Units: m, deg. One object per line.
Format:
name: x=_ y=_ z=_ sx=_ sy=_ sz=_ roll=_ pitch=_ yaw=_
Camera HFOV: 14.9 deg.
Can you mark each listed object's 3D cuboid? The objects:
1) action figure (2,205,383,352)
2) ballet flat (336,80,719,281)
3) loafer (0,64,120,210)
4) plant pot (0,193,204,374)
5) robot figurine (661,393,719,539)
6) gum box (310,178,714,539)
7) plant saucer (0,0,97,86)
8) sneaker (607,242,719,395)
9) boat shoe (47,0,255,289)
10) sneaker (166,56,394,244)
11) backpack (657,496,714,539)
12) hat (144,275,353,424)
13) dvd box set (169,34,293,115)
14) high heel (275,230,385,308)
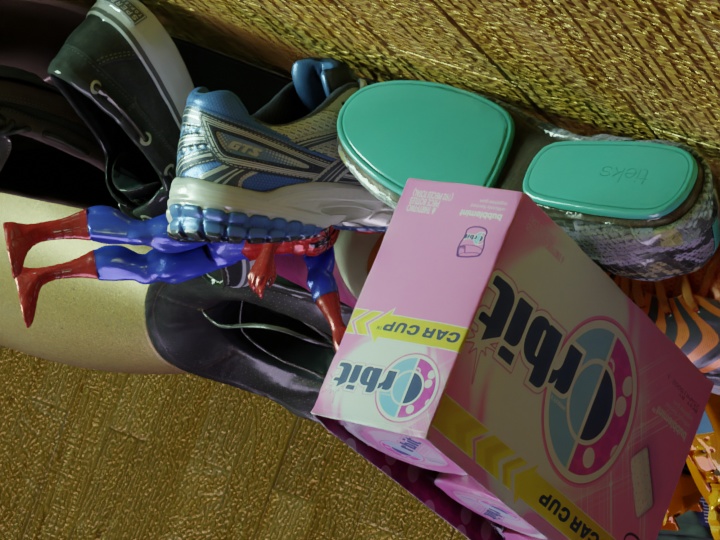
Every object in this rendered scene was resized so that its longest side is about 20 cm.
action figure: x=-0.069 y=0.006 z=1.359 sx=0.198 sy=0.099 sz=0.065 roll=-13 pitch=145 yaw=-6
ballet flat: x=0.076 y=-0.033 z=1.233 sx=0.199 sy=0.073 sz=0.072 roll=16 pitch=175 yaw=36
loafer: x=-0.181 y=-0.064 z=1.408 sx=0.199 sy=0.063 sz=0.072 roll=4 pitch=154 yaw=-39
plant pot: x=-0.151 y=-0.010 z=1.733 sx=0.186 sy=0.187 sz=0.200 roll=23 pitch=-177 yaw=-40
robot figurine: x=0.147 y=0.048 z=1.431 sx=0.145 sy=0.058 sz=0.201 roll=-4 pitch=116 yaw=57
gum box: x=0.074 y=0.059 z=1.208 sx=0.066 sy=0.114 sz=0.200 roll=9 pitch=158 yaw=39
plant saucer: x=-0.217 y=-0.107 z=1.406 sx=0.198 sy=0.030 sz=0.200 roll=-10 pitch=161 yaw=-3
sneaker: x=0.138 y=0.007 z=1.285 sx=0.199 sy=0.078 sz=0.112 roll=-14 pitch=145 yaw=34
boat shoe: x=-0.105 y=-0.055 z=1.398 sx=0.068 sy=0.057 sz=0.201 roll=29 pitch=154 yaw=40
sneaker: x=0.001 y=-0.060 z=1.312 sx=0.199 sy=0.086 sz=0.077 roll=-5 pitch=-176 yaw=-32
backpack: x=0.223 y=0.099 z=1.556 sx=0.150 sy=0.179 sz=0.199 roll=1 pitch=178 yaw=-39
hat: x=-0.032 y=0.018 z=1.603 sx=0.199 sy=0.081 sz=0.201 roll=16 pitch=157 yaw=7
dvd box set: x=-0.072 y=-0.091 z=1.524 sx=0.145 sy=0.030 sz=0.200 roll=19 pitch=176 yaw=-20
high heel: x=0.000 y=0.000 z=1.450 sx=0.199 sy=0.068 sz=0.096 roll=26 pitch=159 yaw=26
